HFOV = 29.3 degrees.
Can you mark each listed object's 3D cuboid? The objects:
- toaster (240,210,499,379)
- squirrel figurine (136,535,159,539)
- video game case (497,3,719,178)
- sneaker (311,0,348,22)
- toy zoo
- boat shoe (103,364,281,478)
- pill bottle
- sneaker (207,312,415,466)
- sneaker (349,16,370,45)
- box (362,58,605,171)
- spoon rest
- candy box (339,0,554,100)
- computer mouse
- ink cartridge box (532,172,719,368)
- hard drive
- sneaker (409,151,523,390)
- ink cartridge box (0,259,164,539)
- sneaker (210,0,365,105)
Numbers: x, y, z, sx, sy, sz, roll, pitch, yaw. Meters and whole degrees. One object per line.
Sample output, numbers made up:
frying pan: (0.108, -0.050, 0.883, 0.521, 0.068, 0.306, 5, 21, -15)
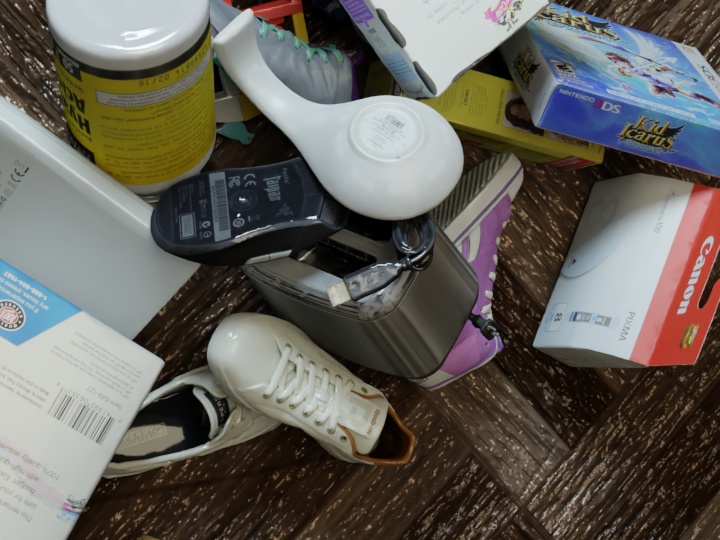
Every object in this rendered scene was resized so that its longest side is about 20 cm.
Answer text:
toaster: (0.000, 0.000, 1.036, 0.114, 0.198, 0.129, -59, 149, -12)
squirrel figurine: (-0.137, 0.339, 1.024, 0.186, 0.141, 0.201, 40, 89, -23)
video game case: (0.218, -0.155, 1.145, 0.197, 0.182, 0.046, 13, 120, -18)
sneaker: (-0.030, -0.249, 1.114, 0.197, 0.075, 0.090, 1, 86, -18)
toy zoo: (-0.109, -0.196, 1.074, 0.130, 0.020, 0.202, -16, 114, -10)
boat shoe: (-0.118, 0.106, 1.063, 0.198, 0.066, 0.073, -16, 91, -20)
pill bottle: (-0.159, -0.125, 0.989, 0.110, 0.201, 0.112, 1, 55, -2)
sneaker: (-0.028, 0.091, 1.047, 0.199, 0.084, 0.074, 36, 71, -40)
sneaker: (0.002, -0.265, 1.054, 0.078, 0.079, 0.201, -34, 110, -13)
box: (0.105, -0.132, 1.155, 0.197, 0.075, 0.051, 12, 85, -19)
spoon rest: (-0.016, -0.105, 0.963, 0.199, 0.061, 0.099, 37, 66, 18)
candy box: (0.050, -0.252, 0.993, 0.167, 0.071, 0.201, -39, 102, -10)
computer mouse: (-0.042, -0.020, 0.957, 0.197, 0.046, 0.142, -16, 52, -2)
ink cartridge box: (0.228, -0.003, 1.120, 0.047, 0.200, 0.162, 27, 78, -16)
hard drive: (-0.225, -0.034, 1.008, 0.199, 0.132, 0.026, 36, 41, -13)
sneaker: (0.091, 0.006, 1.147, 0.114, 0.073, 0.201, 39, 85, -17)
ink cartridge box: (-0.262, 0.112, 0.967, 0.147, 0.144, 0.202, 34, 76, -19)
sneaker: (-0.052, -0.161, 1.051, 0.087, 0.075, 0.200, -43, 117, 5)
